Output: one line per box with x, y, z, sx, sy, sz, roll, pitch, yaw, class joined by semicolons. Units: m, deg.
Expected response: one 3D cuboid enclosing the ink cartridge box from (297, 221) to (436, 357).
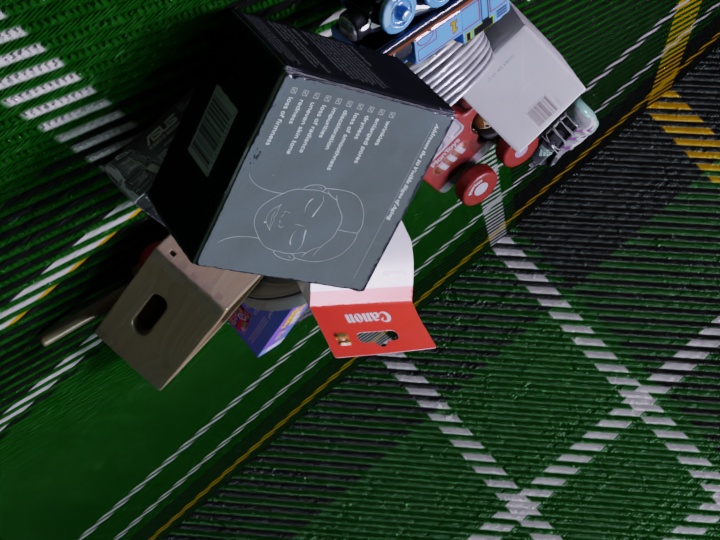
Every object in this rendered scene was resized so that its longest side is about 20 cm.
0.000;0.000;1.676;0.159;0.201;0.047;-2;146;-41;ink cartridge box

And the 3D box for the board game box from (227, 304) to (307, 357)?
-0.119;0.000;1.814;0.045;0.135;0.200;-31;166;-40;board game box

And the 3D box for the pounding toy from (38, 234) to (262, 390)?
-0.219;0.025;1.629;0.200;0.142;0.184;-48;-179;37;pounding toy

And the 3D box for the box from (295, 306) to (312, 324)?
-0.051;-0.013;1.843;0.035;0.111;0.200;12;154;-31;box

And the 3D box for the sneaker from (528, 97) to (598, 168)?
0.371;-0.245;2.771;0.140;0.078;0.200;-40;169;-10;sneaker

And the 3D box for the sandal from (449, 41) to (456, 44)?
0.053;-0.269;1.529;0.211;0.078;0.070;-25;126;-8;sandal

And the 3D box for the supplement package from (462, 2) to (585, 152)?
0.184;-0.243;1.786;0.114;0.109;0.200;-43;-164;14;supplement package

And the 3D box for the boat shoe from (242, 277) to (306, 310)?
-0.122;-0.004;1.726;0.071;0.070;0.199;-37;-150;-31;boat shoe

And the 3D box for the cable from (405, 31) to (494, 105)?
0.063;-0.210;1.658;0.200;0.069;0.200;-34;-170;31;cable

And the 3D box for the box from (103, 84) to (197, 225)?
-0.142;-0.131;1.420;0.200;0.050;0.158;-42;169;0;box

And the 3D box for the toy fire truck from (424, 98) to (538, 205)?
0.155;-0.198;2.130;0.200;0.112;0.168;-44;151;11;toy fire truck

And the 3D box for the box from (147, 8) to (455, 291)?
-0.054;-0.103;1.325;0.196;0.124;0.201;11;117;-38;box

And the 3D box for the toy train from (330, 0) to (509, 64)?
0.061;-0.264;1.438;0.200;0.087;0.115;-38;142;-22;toy train
